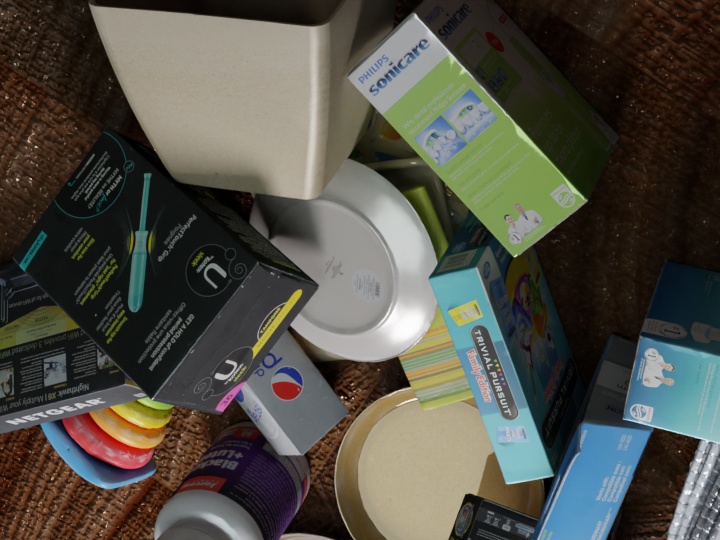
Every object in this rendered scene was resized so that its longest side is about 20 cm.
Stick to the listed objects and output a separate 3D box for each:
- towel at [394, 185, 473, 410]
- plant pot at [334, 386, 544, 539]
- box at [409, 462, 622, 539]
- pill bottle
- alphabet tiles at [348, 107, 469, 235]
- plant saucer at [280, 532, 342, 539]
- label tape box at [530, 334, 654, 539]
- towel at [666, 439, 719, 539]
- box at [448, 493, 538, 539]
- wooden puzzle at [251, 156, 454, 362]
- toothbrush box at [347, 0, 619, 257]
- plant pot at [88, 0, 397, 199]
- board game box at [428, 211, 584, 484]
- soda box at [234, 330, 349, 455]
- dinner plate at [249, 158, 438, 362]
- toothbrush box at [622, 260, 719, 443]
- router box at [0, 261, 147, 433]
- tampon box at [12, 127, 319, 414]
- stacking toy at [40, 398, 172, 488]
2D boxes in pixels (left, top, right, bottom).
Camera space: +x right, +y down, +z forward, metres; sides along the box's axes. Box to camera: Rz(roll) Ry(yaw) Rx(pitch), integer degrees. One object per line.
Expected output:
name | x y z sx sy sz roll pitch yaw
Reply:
towel | 0.058 0.026 1.354 0.086 0.018 0.200 -18 105 22
plant pot | 0.075 0.200 1.427 0.200 0.027 0.200 3 102 15
box | 0.137 0.271 1.482 0.200 0.050 0.158 17 120 12
pill bottle | -0.131 0.241 1.478 0.111 0.200 0.111 8 117 16
alphabet tiles | 0.008 -0.102 1.373 0.200 0.006 0.166 17 119 12
plant saucer | -0.038 0.352 1.597 0.200 0.032 0.200 9 117 17
label tape box | 0.206 0.166 1.318 0.066 0.200 0.143 20 120 7
towel | 0.370 0.213 1.326 0.166 0.086 0.200 10 119 -7
box | 0.160 0.308 1.371 0.200 0.044 0.160 22 85 -15
wooden puzzle | 0.000 0.000 1.396 0.185 0.046 0.200 -6 115 23
toothbrush box | 0.104 -0.132 1.242 0.200 0.146 0.086 46 121 -5
plant pot | -0.081 -0.173 1.270 0.200 0.200 0.177 8 126 18
board game box | 0.132 0.058 1.322 0.047 0.151 0.200 -14 110 25
soda box | -0.102 0.080 1.454 0.200 0.068 0.063 53 157 -10
dinner plate | -0.021 -0.006 1.351 0.200 0.024 0.200 15 122 26
toothbrush box | 0.332 0.078 1.262 0.200 0.146 0.085 12 119 13
router box | -0.293 0.062 1.485 0.200 0.052 0.157 -15 68 26
tampon box | -0.169 0.003 1.331 0.200 0.126 0.150 41 97 24
stacking toy | -0.214 0.109 1.513 0.116 0.110 0.200 44 110 15
